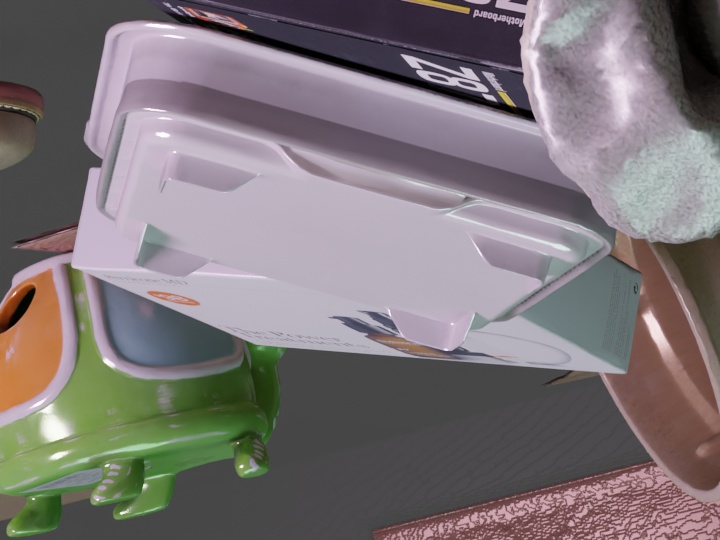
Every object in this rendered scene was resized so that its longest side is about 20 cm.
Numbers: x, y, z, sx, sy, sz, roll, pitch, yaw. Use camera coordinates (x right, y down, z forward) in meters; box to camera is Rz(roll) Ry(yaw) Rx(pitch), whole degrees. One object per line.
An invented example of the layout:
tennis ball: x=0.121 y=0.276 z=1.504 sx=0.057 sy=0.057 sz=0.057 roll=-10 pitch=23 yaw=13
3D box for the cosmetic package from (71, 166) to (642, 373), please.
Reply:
cosmetic package: x=0.000 y=0.000 z=1.008 sx=0.200 sy=0.052 sz=0.151 roll=3 pitch=165 yaw=32

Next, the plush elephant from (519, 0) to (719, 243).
plush elephant: x=0.105 y=-0.092 z=0.506 sx=0.164 sy=0.155 sz=0.200 roll=-17 pitch=171 yaw=21

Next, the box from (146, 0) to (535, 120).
box: x=0.038 y=-0.070 z=0.708 sx=0.161 sy=0.049 sz=0.200 roll=12 pitch=177 yaw=13

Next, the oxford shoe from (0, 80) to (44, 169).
oxford shoe: x=-0.201 y=-0.016 z=0.796 sx=0.200 sy=0.075 sz=0.070 roll=-14 pitch=171 yaw=2

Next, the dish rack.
dish rack: x=-0.008 y=-0.019 z=0.750 sx=0.171 sy=0.044 sz=0.200 roll=16 pitch=168 yaw=-6

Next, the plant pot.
plant pot: x=0.225 y=-0.004 z=1.252 sx=0.183 sy=0.201 sz=0.200 roll=-24 pitch=174 yaw=-11

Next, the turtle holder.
turtle holder: x=-0.111 y=0.055 z=1.214 sx=0.185 sy=0.132 sz=0.141 roll=-11 pitch=170 yaw=-19
